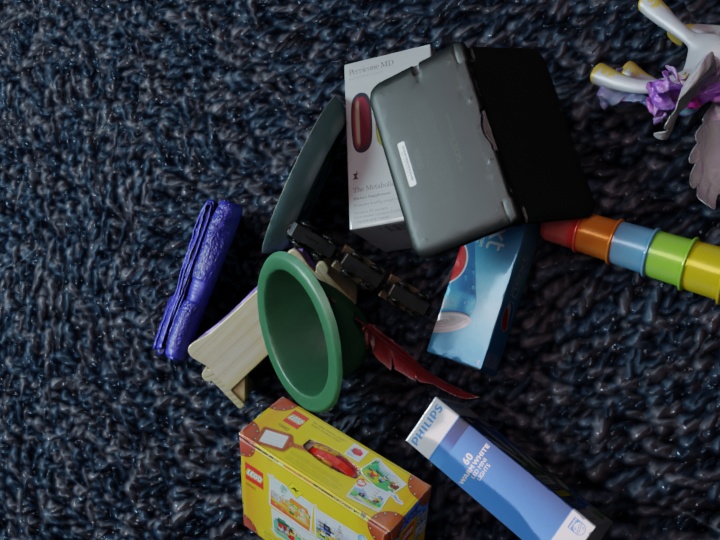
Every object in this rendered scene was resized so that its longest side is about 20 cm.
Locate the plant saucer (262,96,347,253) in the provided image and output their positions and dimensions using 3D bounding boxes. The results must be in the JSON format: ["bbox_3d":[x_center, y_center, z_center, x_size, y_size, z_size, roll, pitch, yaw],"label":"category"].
[{"bbox_3d":[-0.060,-0.106,1.053,0.027,0.200,0.202,25,89,1],"label":"plant saucer"}]

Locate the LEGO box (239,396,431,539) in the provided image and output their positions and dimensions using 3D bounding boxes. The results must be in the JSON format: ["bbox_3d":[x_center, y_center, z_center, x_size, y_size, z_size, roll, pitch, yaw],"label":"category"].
[{"bbox_3d":[-0.032,0.252,0.963,0.199,0.077,0.150,26,132,28],"label":"LEGO box"}]

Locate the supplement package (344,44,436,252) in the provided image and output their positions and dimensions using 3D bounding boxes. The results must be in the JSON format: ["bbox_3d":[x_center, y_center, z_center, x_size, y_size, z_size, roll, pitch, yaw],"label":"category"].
[{"bbox_3d":[0.053,-0.137,1.041,0.113,0.109,0.202,-9,74,22],"label":"supplement package"}]

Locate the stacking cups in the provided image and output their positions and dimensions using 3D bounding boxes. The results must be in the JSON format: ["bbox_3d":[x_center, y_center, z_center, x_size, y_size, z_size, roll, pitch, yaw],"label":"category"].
[{"bbox_3d":[0.285,-0.020,0.941,0.199,0.060,0.061,18,85,31],"label":"stacking cups"}]

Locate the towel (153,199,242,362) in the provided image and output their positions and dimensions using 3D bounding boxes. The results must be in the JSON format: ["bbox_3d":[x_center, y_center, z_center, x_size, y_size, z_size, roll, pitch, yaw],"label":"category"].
[{"bbox_3d":[-0.204,0.009,1.111,0.049,0.148,0.202,21,85,-11],"label":"towel"}]

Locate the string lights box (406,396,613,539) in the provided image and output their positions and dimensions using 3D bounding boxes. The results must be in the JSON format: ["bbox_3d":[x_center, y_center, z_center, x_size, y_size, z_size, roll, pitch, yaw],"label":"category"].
[{"bbox_3d":[0.151,0.215,0.917,0.200,0.103,0.059,37,95,27],"label":"string lights box"}]

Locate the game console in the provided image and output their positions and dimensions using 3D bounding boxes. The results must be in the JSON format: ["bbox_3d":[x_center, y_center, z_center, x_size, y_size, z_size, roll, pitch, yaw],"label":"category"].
[{"bbox_3d":[0.127,-0.127,0.959,0.175,0.116,0.202,-22,74,24],"label":"game console"}]

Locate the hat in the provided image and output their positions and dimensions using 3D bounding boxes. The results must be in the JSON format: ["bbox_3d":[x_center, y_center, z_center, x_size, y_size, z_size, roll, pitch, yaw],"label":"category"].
[{"bbox_3d":[0.002,0.057,0.997,0.165,0.175,0.202,11,114,55],"label":"hat"}]

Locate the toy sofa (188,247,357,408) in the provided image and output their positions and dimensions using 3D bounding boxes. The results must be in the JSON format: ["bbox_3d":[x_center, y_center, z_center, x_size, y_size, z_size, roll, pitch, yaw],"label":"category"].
[{"bbox_3d":[-0.103,0.057,1.063,0.200,0.083,0.098,-43,99,10],"label":"toy sofa"}]

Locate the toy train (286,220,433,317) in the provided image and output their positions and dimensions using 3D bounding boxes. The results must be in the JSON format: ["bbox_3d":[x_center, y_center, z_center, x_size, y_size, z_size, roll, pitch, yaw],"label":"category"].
[{"bbox_3d":[0.000,0.000,1.013,0.034,0.199,0.046,-59,23,0],"label":"toy train"}]

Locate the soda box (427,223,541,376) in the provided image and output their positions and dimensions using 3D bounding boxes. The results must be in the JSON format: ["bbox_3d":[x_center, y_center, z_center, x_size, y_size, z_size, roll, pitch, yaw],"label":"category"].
[{"bbox_3d":[0.142,0.008,0.993,0.067,0.064,0.202,16,84,27],"label":"soda box"}]

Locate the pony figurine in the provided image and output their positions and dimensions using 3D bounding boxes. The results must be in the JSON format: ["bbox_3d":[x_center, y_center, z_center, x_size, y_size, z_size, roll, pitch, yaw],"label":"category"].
[{"bbox_3d":[0.340,-0.189,0.915,0.199,0.166,0.194,30,83,42],"label":"pony figurine"}]
